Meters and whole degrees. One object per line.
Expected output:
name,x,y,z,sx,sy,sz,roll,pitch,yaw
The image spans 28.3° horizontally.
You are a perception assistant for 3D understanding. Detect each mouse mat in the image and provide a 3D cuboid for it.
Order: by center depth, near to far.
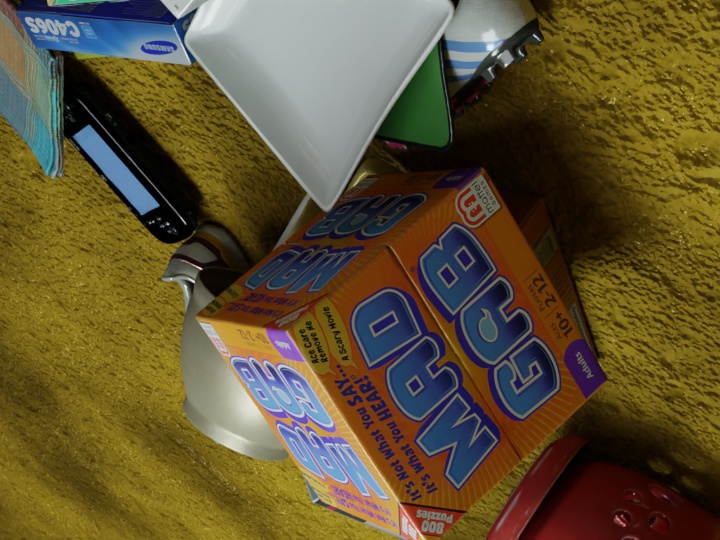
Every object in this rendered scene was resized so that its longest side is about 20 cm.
mouse mat,0.005,-0.194,1.076,0.160,0.007,0.203,17,123,46

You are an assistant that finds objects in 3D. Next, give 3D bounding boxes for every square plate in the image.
square plate,-0.033,-0.183,1.069,0.199,0.028,0.201,50,127,21

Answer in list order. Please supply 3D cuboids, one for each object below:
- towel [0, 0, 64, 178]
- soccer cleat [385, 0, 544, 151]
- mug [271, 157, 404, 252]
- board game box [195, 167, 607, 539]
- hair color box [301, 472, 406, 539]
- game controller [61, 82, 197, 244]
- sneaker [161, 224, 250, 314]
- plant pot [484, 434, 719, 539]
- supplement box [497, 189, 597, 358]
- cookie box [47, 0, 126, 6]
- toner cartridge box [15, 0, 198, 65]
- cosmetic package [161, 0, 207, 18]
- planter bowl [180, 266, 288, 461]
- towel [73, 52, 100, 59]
towel,-0.348,-0.201,1.457,0.147,0.022,0.201,49,152,18
soccer cleat,0.063,-0.165,1.085,0.087,0.070,0.200,54,145,2
mug,-0.005,0.008,1.297,0.152,0.150,0.187,32,155,-5
board game box,0.029,0.060,1.130,0.201,0.199,0.199,57,159,-16
hair color box,0.030,0.209,1.462,0.200,0.098,0.061,34,-154,-54
game controller,-0.249,-0.109,1.484,0.201,0.042,0.104,50,146,-13
sneaker,-0.137,0.052,1.528,0.075,0.090,0.201,-9,124,51
plant pot,0.216,0.273,1.344,0.181,0.201,0.201,32,148,15
supplement box,0.143,0.028,1.235,0.066,0.069,0.201,12,138,38
cookie box,-0.191,-0.319,1.054,0.200,0.074,0.173,-38,65,58
toner cartridge box,-0.197,-0.229,1.233,0.198,0.095,0.043,12,141,37
cosmetic package,-0.073,-0.270,1.004,0.051,0.083,0.200,45,127,-3
planter bowl,-0.097,0.102,1.415,0.198,0.136,0.200,25,-169,-5
towel,-0.297,-0.286,1.342,0.086,0.018,0.201,7,137,49
